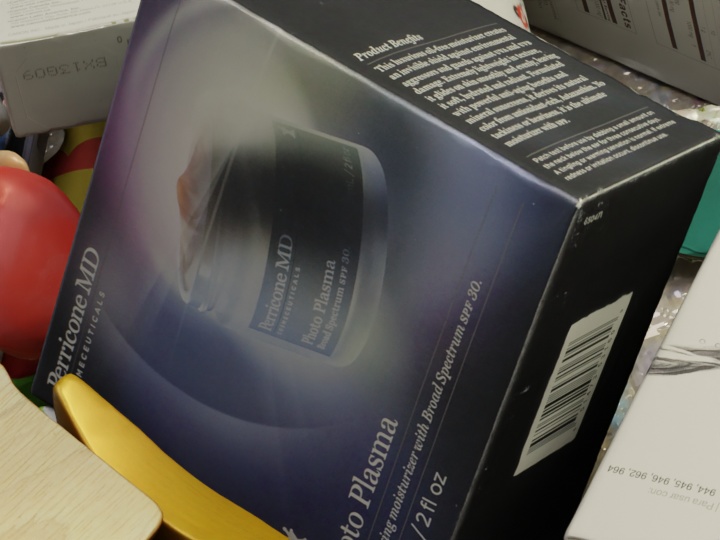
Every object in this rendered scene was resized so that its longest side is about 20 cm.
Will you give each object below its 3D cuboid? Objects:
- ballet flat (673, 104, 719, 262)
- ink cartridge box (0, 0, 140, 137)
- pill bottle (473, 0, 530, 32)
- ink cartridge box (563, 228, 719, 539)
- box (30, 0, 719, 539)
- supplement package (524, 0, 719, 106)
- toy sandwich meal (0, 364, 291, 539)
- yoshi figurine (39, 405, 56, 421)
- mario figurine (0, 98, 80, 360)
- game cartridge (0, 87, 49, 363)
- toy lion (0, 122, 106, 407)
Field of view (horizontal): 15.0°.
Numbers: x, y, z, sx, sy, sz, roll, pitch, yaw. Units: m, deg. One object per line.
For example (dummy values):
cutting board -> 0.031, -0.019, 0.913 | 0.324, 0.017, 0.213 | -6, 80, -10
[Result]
ballet flat -> 0.192, -0.038, 1.163 | 0.199, 0.076, 0.064 | 4, 20, 16
ink cartridge box -> -0.106, -0.139, 1.205 | 0.108, 0.051, 0.200 | -11, 35, 0
pill bottle -> 0.005, -0.153, 1.183 | 0.113, 0.113, 0.201 | -14, 70, 6
ink cartridge box -> 0.161, 0.072, 1.011 | 0.084, 0.146, 0.200 | 14, 55, 28
box -> 0.000, 0.000, 1.049 | 0.198, 0.201, 0.123 | 31, 29, 24
supplement package -> 0.144, -0.165, 1.248 | 0.199, 0.110, 0.114 | 27, 62, 34
toy sandwich meal -> -0.106, 0.115, 0.966 | 0.204, 0.070, 0.206 | 12, 44, -12
yoshi figurine -> -0.155, 0.115, 1.132 | 0.199, 0.112, 0.113 | -6, 88, -5
mario figurine -> -0.178, -0.009, 1.167 | 0.106, 0.124, 0.199 | -17, 29, -42
game cartridge -> -0.209, -0.015, 1.243 | 0.129, 0.038, 0.201 | -10, 58, 32
toy lion -> -0.130, -0.029, 1.260 | 0.200, 0.069, 0.192 | 30, 72, 36
